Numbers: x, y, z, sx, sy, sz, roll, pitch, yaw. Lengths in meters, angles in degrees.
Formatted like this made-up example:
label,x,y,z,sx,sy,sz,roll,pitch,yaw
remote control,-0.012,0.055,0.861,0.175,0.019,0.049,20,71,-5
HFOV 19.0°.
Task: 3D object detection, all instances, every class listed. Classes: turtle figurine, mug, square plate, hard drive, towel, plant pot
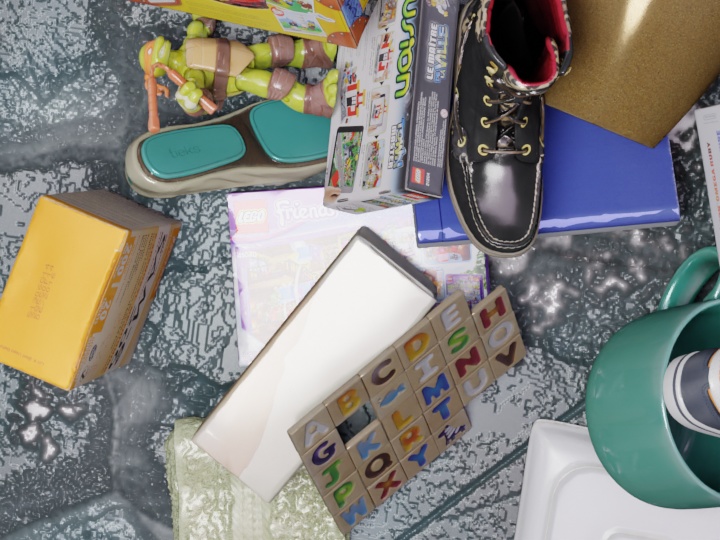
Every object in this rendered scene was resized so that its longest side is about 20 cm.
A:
label,x,y,z,sx,sy,sz,roll,pitch,yaw
turtle figurine,-0.099,-0.149,1.625,0.161,0.200,0.064,5,127,-8
mug,0.253,0.093,1.631,0.152,0.114,0.185,50,57,-16
square plate,0.216,0.231,1.692,0.198,0.028,0.200,10,95,2
hard drive,0.136,-0.091,1.645,0.200,0.025,0.132,-5,75,-3
towel,-0.078,0.213,1.701,0.148,0.036,0.200,-3,94,2
plant pot,0.213,-0.199,1.584,0.186,0.186,0.200,22,97,1

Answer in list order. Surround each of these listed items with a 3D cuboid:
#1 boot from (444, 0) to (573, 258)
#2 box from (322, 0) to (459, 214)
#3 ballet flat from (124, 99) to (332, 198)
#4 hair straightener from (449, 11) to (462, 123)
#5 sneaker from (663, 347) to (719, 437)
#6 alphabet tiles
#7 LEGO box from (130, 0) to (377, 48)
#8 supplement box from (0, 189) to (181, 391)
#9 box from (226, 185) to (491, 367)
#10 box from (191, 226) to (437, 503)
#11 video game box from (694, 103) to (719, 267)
label,x,y,z,sx,sy,sz,roll,pitch,yaw
boot,0.107,-0.119,1.529,0.073,0.151,0.200,3,79,-6
box,0.024,-0.147,1.612,0.035,0.110,0.200,12,79,-34
ballet flat,-0.089,-0.090,1.659,0.200,0.069,0.070,-9,94,-23
hair straightener,0.092,-0.172,1.635,0.077,0.041,0.200,4,80,-5
sneaker,0.317,0.100,1.556,0.200,0.079,0.079,12,73,-34
alphabet tiles,0.043,0.100,1.629,0.200,0.167,0.008,-39,56,-11
LEGO box,-0.071,-0.260,1.585,0.200,0.077,0.149,14,65,23
supplement box,-0.204,0.011,1.609,0.073,0.200,0.126,22,96,4
box,0.000,0.000,1.679,0.200,0.039,0.137,-3,94,3
box,-0.032,0.069,1.621,0.078,0.095,0.200,39,95,-1
video game box,0.352,-0.046,1.608,0.200,0.047,0.183,-10,89,-29
